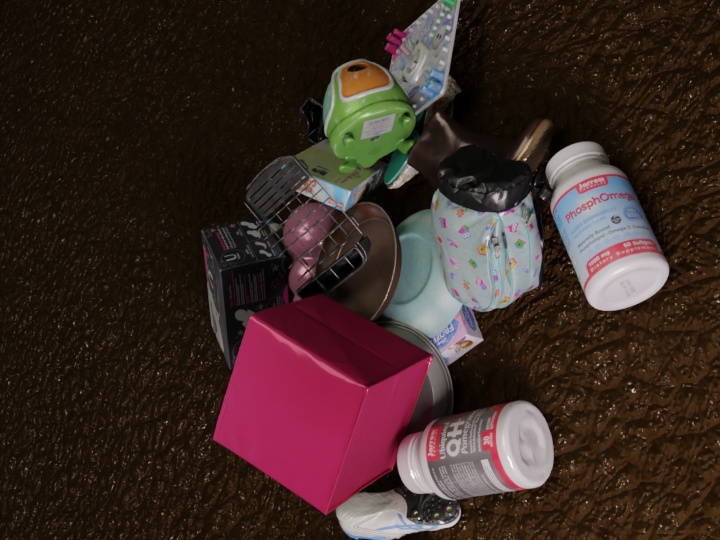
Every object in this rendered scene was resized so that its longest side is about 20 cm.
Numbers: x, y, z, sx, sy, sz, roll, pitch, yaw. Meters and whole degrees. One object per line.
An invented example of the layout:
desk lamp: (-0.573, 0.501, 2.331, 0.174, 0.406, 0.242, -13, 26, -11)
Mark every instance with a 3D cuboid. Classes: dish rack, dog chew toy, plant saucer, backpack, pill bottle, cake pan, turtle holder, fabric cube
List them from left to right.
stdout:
dish rack: (-0.087, -0.065, 1.529, 0.201, 0.055, 0.153, 49, 131, -6)
dog chew toy: (-0.068, -0.005, 1.683, 0.123, 0.123, 0.204, 0, 84, 46)
fabric cube: (-0.049, 0.173, 1.424, 0.197, 0.199, 0.199, 26, 110, 24)
plant saucer: (0.000, 0.000, 1.553, 0.199, 0.034, 0.204, -24, 58, 46)
turtle holder: (0.013, -0.233, 1.562, 0.139, 0.185, 0.133, -26, 70, 14)
cake pan: (0.040, 0.177, 1.508, 0.198, 0.037, 0.204, 5, 99, 32)
plant saucer: (0.077, 0.003, 1.521, 0.199, 0.038, 0.204, -17, 65, 41)
pill bottle: (0.147, 0.244, 1.376, 0.198, 0.110, 0.113, -20, 63, 40)
backpack: (0.171, -0.049, 1.391, 0.167, 0.125, 0.203, 37, 146, 52)
pill bottle: (0.305, -0.060, 1.313, 0.108, 0.108, 0.202, -38, 53, 31)

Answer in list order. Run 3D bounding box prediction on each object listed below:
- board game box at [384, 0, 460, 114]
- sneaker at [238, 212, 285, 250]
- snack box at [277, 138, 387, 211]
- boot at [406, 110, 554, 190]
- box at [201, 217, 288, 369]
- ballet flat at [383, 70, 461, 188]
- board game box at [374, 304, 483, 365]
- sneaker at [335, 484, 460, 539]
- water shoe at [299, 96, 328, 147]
board game box: (0.084, -0.329, 1.632, 0.199, 0.026, 0.203, -29, 46, 57)
sneaker: (-0.213, -0.007, 1.858, 0.111, 0.076, 0.202, 30, 95, 41)
snack box: (-0.040, -0.152, 1.618, 0.115, 0.200, 0.038, 23, 113, 11)
boot: (0.167, -0.178, 1.490, 0.166, 0.072, 0.201, 46, 120, 19)
box: (-0.191, 0.036, 1.719, 0.133, 0.113, 0.203, -125, 29, -50)
ballet flat: (0.102, -0.212, 1.607, 0.203, 0.063, 0.076, -67, 23, 5)
board game box: (0.073, 0.069, 1.562, 0.200, 0.041, 0.202, -41, 51, 30)
sneaker: (0.058, 0.349, 1.479, 0.197, 0.073, 0.072, -10, 40, 32)
water shoe: (-0.058, -0.206, 1.763, 0.071, 0.078, 0.202, -40, 52, 30)
